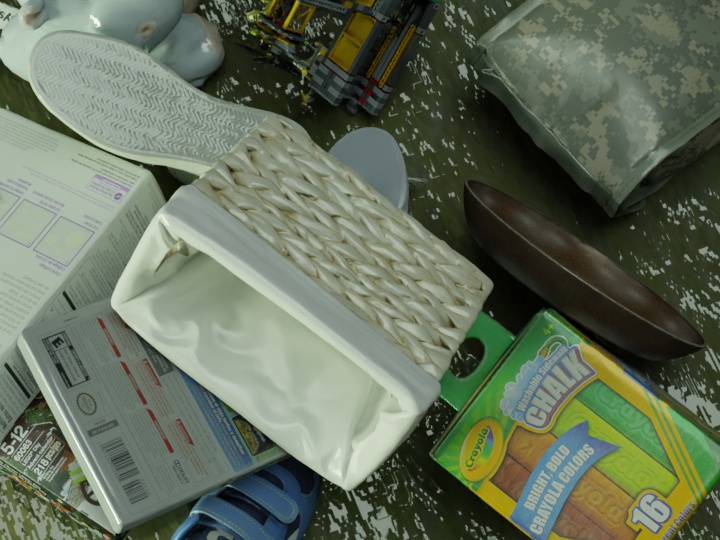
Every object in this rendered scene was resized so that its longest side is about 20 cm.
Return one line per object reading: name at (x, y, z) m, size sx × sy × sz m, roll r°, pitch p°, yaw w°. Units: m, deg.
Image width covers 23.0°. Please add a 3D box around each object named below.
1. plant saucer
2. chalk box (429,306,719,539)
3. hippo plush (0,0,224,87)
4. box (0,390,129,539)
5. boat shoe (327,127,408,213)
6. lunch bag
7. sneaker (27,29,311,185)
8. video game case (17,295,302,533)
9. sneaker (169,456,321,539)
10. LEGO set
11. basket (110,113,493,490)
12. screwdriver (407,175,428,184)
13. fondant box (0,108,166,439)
plant saucer at (0.147, 0.005, 1.216) m, size 0.200 × 0.200 × 0.032 m, roll 36°, pitch 100°, yaw 8°
chalk box at (0.130, 0.104, 1.167) m, size 0.200 × 0.124 × 0.125 m, roll 37°, pitch 95°, yaw 8°
hippo plush at (-0.191, -0.203, 1.256) m, size 0.199 × 0.161 × 0.160 m, roll 15°, pitch 66°, yaw -1°
box at (-0.166, 0.069, 1.210) m, size 0.136 × 0.038 × 0.200 m, roll 32°, pitch 67°, yaw 6°
boat shoe at (0.000, 0.000, 1.248) m, size 0.073 × 0.065 × 0.201 m, roll 3°, pitch 71°, yaw 15°
lunch bag at (0.194, -0.144, 1.308) m, size 0.200 × 0.118 × 0.164 m, roll -35°, pitch 76°, yaw -25°
sneaker at (-0.140, -0.097, 1.216) m, size 0.200 × 0.116 × 0.074 m, roll 23°, pitch 79°, yaw -13°
video game case at (-0.101, 0.068, 1.144) m, size 0.200 × 0.018 × 0.143 m, roll -22°, pitch 72°, yaw -29°
sneaker at (-0.081, 0.174, 1.153) m, size 0.074 × 0.082 × 0.200 m, roll 26°, pitch 64°, yaw 5°
LEGO set at (-0.047, -0.185, 1.280) m, size 0.154 × 0.200 × 0.116 m, roll 38°, pitch 107°, yaw 23°
basket at (-0.033, 0.016, 1.107) m, size 0.200 × 0.136 × 0.123 m, roll 37°, pitch 54°, yaw 0°
screwdriver at (-0.050, -0.073, 1.294) m, size 0.199 × 0.028 × 0.029 m, roll 12°, pitch 96°, yaw -3°
fondant box at (-0.244, -0.002, 1.193) m, size 0.144 × 0.058 × 0.200 m, roll 23°, pitch 63°, yaw 28°
